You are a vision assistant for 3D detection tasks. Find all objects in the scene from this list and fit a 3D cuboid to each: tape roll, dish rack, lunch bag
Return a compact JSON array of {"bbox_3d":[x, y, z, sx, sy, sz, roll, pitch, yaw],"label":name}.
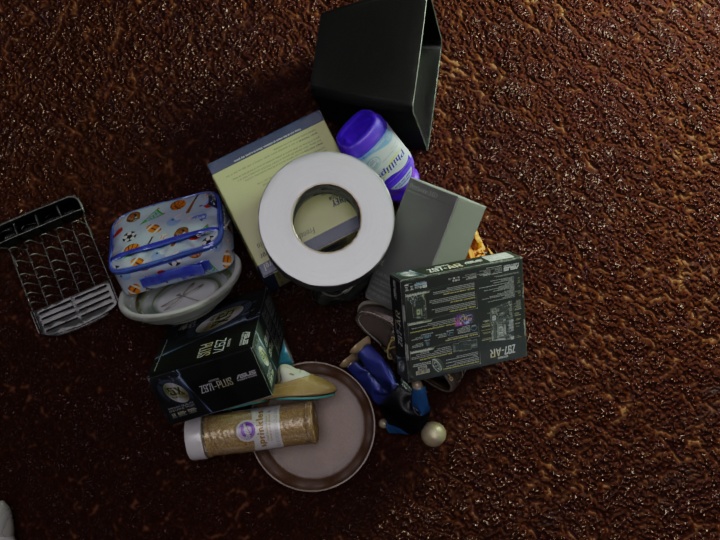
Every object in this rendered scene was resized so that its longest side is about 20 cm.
[{"bbox_3d":[-0.050,-0.071,1.478,0.199,0.066,0.201,0,82,-1],"label":"tape roll"},{"bbox_3d":[-0.485,-0.002,1.601,0.153,0.055,0.201,-24,81,-4],"label":"dish rack"},{"bbox_3d":[-0.292,-0.043,1.561,0.199,0.076,0.161,-16,39,4],"label":"lunch bag"}]

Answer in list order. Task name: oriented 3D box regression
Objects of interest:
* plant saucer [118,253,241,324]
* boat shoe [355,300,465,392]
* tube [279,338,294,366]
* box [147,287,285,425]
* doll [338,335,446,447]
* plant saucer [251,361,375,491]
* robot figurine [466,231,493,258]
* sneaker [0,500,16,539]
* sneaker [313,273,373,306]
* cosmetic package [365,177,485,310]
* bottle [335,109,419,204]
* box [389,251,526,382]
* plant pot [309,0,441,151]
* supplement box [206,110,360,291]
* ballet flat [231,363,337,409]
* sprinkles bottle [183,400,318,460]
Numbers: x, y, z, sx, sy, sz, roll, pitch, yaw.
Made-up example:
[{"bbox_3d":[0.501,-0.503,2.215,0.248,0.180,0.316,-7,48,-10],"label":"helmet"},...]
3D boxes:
[{"bbox_3d":[-0.274,0.035,1.553,0.199,0.200,0.050,-20,118,-4],"label":"plant saucer"},{"bbox_3d":[0.075,0.120,1.574,0.200,0.072,0.060,33,46,1],"label":"boat shoe"},{"bbox_3d":[-0.205,0.164,1.584,0.199,0.050,0.078,-24,74,0],"label":"tube"},{"bbox_3d":[-0.210,0.124,1.489,0.163,0.200,0.086,-16,113,9],"label":"box"},{"bbox_3d":[0.057,0.195,1.551,0.200,0.137,0.048,47,43,12],"label":"doll"},{"bbox_3d":[-0.075,0.245,1.567,0.199,0.034,0.201,-1,80,4],"label":"plant saucer"},{"bbox_3d":[0.179,0.039,1.587,0.145,0.058,0.201,-17,71,-19],"label":"robot figurine"},{"bbox_3d":[-0.627,0.401,1.525,0.199,0.076,0.092,-6,72,-10],"label":"sneaker"},{"bbox_3d":[0.000,0.000,1.603,0.200,0.091,0.067,-28,74,-32],"label":"sneaker"},{"bbox_3d":[0.100,-0.031,1.534,0.107,0.090,0.201,24,99,39],"label":"cosmetic package"},{"bbox_3d":[0.041,-0.165,1.572,0.084,0.200,0.065,-46,46,-3],"label":"bottle"},{"bbox_3d":[0.148,0.068,1.485,0.199,0.044,0.161,-11,107,-17],"label":"box"},{"bbox_3d":[0.025,-0.323,1.605,0.177,0.200,0.201,7,80,12],"label":"plant pot"},{"bbox_3d":[-0.106,-0.107,1.584,0.200,0.134,0.200,-27,82,-5],"label":"supplement box"},{"bbox_3d":[-0.137,0.174,1.530,0.199,0.069,0.063,-8,90,2],"label":"ballet flat"},{"bbox_3d":[-0.166,0.244,1.524,0.199,0.068,0.069,-8,80,3],"label":"sprinkles bottle"}]
